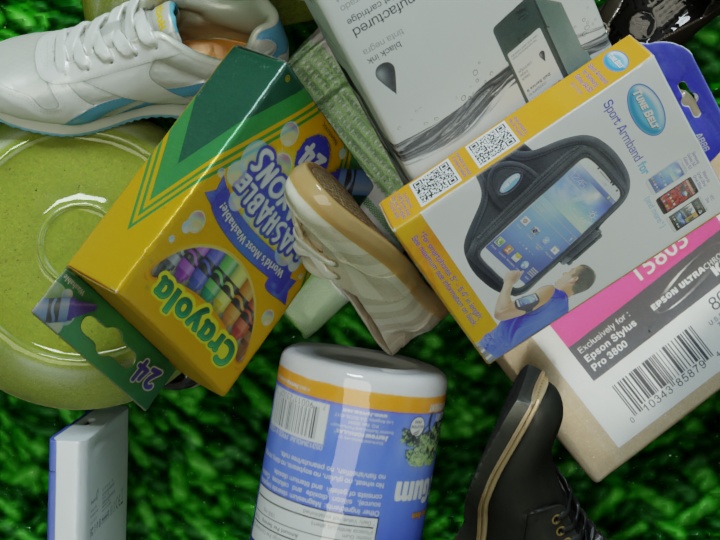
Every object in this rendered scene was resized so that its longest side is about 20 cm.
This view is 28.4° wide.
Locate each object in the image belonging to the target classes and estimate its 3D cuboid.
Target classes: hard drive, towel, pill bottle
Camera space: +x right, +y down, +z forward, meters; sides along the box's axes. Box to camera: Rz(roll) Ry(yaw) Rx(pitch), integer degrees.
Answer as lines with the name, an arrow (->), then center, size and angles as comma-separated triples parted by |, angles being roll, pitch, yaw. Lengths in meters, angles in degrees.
hard drive -> -0.177, 0.198, 0.925 | 0.025, 0.132, 0.201 | 2, 94, 3
towel -> -0.014, -0.072, 0.947 | 0.200, 0.031, 0.149 | -44, 89, 6
pill bottle -> -0.013, 0.155, 0.922 | 0.111, 0.112, 0.201 | 9, 95, 3

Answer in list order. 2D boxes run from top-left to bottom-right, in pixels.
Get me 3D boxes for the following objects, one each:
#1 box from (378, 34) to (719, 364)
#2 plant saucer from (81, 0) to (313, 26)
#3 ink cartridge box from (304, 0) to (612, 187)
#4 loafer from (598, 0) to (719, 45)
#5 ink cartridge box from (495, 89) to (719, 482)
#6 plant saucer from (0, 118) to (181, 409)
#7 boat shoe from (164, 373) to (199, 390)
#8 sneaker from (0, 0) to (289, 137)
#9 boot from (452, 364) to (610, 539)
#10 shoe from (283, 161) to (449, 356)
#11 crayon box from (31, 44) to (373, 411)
box -> 0.125, -0.045, 0.835 | 0.199, 0.042, 0.119 | -33, 122, 7
plant saucer -> -0.104, -0.252, 0.917 | 0.199, 0.048, 0.201 | -10, 90, 10
ink cartridge box -> 0.065, -0.133, 0.842 | 0.146, 0.084, 0.200 | -31, 125, 0
loafer -> 0.220, -0.194, 0.902 | 0.073, 0.071, 0.200 | 40, 96, 0
ink cartridge box -> 0.176, 0.009, 0.918 | 0.200, 0.075, 0.165 | -39, 92, 7
plant saucer -> -0.177, -0.013, 0.903 | 0.199, 0.031, 0.201 | 2, 78, -11
boat shoe -> -0.180, 0.010, 0.946 | 0.200, 0.066, 0.072 | 37, 96, 1
sneaker -> -0.144, -0.136, 0.891 | 0.199, 0.081, 0.077 | -5, 56, -7
boot -> 0.135, 0.157, 0.892 | 0.138, 0.078, 0.201 | 21, 135, 12
shoe -> 0.000, 0.000, 0.863 | 0.053, 0.200, 0.070 | -43, 57, 2
crayon box -> -0.087, -0.016, 0.854 | 0.051, 0.126, 0.200 | 24, 72, 39
